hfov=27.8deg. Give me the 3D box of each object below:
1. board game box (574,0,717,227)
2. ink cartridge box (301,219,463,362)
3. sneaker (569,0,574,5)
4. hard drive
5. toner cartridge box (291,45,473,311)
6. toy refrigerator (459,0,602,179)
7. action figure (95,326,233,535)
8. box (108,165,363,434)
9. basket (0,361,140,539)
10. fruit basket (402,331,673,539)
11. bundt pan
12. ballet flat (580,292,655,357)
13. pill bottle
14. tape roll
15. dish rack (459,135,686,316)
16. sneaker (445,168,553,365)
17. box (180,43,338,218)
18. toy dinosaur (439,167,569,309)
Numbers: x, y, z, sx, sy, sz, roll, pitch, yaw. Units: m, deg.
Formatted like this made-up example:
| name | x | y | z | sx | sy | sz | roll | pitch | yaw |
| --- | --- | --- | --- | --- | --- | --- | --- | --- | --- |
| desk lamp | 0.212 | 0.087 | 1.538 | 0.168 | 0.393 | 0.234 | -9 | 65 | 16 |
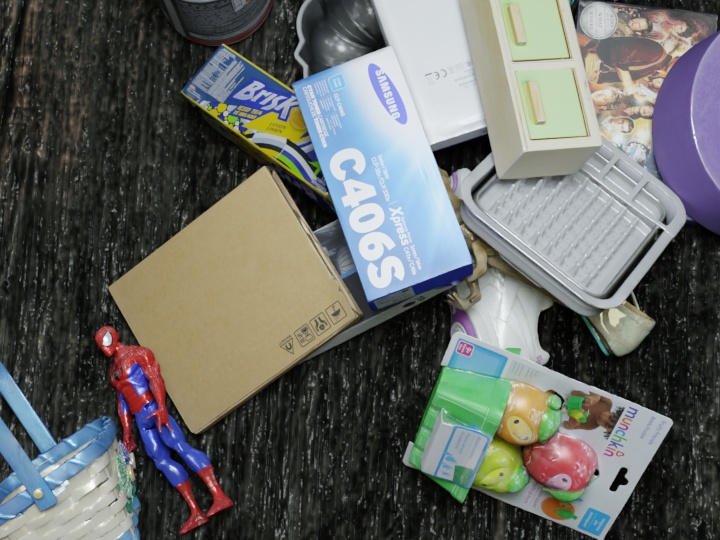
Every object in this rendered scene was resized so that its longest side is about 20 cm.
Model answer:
| name | x | y | z | sx | sy | sz | roll | pitch | yaw |
| --- | --- | --- | --- | --- | --- | --- | --- | --- | --- |
| board game box | 0.261 | -0.149 | 1.377 | 0.134 | 0.035 | 0.202 | 6 | 82 | 2 |
| ink cartridge box | 0.000 | 0.000 | 1.321 | 0.199 | 0.039 | 0.100 | -28 | 74 | 16 |
| sneaker | 0.182 | -0.285 | 1.365 | 0.090 | 0.078 | 0.202 | -13 | 72 | 1 |
| hard drive | 0.087 | -0.219 | 1.315 | 0.131 | 0.025 | 0.202 | -18 | 76 | -5 |
| toner cartridge box | 0.018 | -0.078 | 1.221 | 0.094 | 0.043 | 0.202 | -20 | 77 | 1 |
| toy refrigerator | 0.143 | -0.186 | 1.252 | 0.075 | 0.070 | 0.202 | -5 | 73 | -17 |
| action figure | -0.189 | 0.139 | 1.328 | 0.065 | 0.051 | 0.201 | -37 | 78 | 39 |
| box | -0.117 | 0.028 | 1.327 | 0.199 | 0.021 | 0.164 | -36 | 79 | 18 |
| basket | -0.278 | 0.170 | 1.272 | 0.139 | 0.176 | 0.201 | -37 | 101 | -3 |
| fruit basket | 0.147 | 0.154 | 1.270 | 0.199 | 0.186 | 0.094 | 26 | 45 | 7 |
| bundt pan | 0.037 | -0.202 | 1.364 | 0.199 | 0.076 | 0.204 | 0 | 77 | -1 |
| ballet flat | 0.199 | -0.014 | 1.341 | 0.062 | 0.067 | 0.201 | -36 | 91 | 12 |
| pill bottle | -0.141 | -0.287 | 1.322 | 0.114 | 0.200 | 0.117 | 0 | 81 | 1 |
| tape roll | 0.373 | -0.130 | 1.325 | 0.198 | 0.085 | 0.202 | 1 | 83 | -12 |
| dish rack | 0.182 | -0.049 | 1.281 | 0.171 | 0.044 | 0.200 | 39 | 44 | 8 |
| sneaker | 0.122 | 0.004 | 1.349 | 0.099 | 0.075 | 0.202 | -6 | 80 | -20 |
| box | -0.068 | -0.124 | 1.326 | 0.199 | 0.070 | 0.064 | 37 | 84 | 30 |
| toy dinosaur | 0.109 | -0.018 | 1.272 | 0.200 | 0.058 | 0.101 | 42 | 59 | 0 |
